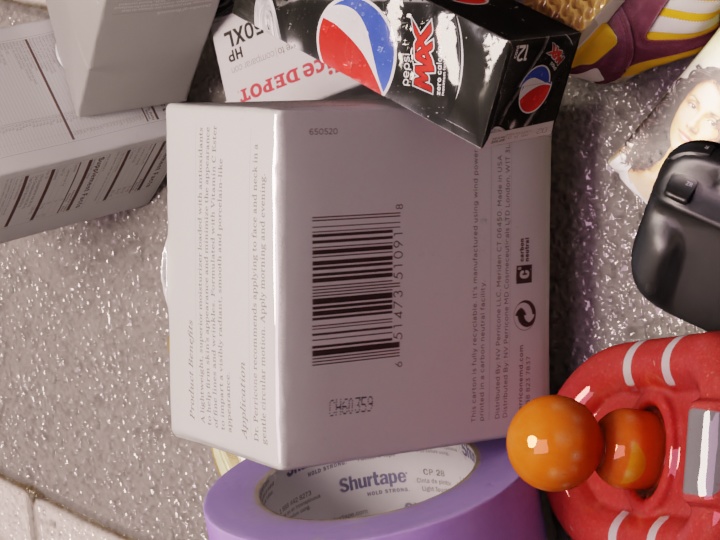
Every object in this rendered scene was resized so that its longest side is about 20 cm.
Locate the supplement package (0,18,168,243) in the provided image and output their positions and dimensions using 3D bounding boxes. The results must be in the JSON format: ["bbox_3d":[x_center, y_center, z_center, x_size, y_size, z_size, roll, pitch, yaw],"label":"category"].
[{"bbox_3d":[-0.237,-0.094,1.236,0.114,0.199,0.110,63,146,16],"label":"supplement package"}]

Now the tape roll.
[{"bbox_3d":[0.011,0.159,1.065,0.199,0.200,0.085,1,109,39],"label":"tape roll"}]

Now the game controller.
[{"bbox_3d":[0.240,0.008,0.944,0.199,0.042,0.105,26,132,17],"label":"game controller"}]

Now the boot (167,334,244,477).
[{"bbox_3d":[-0.033,0.079,1.187,0.155,0.072,0.201,-42,68,31],"label":"boot"}]

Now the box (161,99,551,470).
[{"bbox_3d":[0.000,0.000,1.049,0.130,0.199,0.200,10,102,55],"label":"box"}]

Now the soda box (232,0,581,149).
[{"bbox_3d":[0.022,-0.139,1.004,0.200,0.071,0.064,32,120,34],"label":"soda box"}]

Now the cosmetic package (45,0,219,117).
[{"bbox_3d":[-0.144,-0.192,1.140,0.200,0.090,0.107,121,135,-65],"label":"cosmetic package"}]

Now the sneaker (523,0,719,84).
[{"bbox_3d":[0.180,-0.169,0.972,0.200,0.090,0.075,-31,55,43],"label":"sneaker"}]

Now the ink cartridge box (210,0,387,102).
[{"bbox_3d":[-0.027,-0.201,1.140,0.144,0.084,0.201,-16,85,40],"label":"ink cartridge box"}]

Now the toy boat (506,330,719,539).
[{"bbox_3d":[0.141,0.097,0.967,0.200,0.130,0.131,160,116,-74],"label":"toy boat"}]

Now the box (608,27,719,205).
[{"bbox_3d":[0.225,-0.105,0.966,0.075,0.050,0.200,50,122,23],"label":"box"}]
